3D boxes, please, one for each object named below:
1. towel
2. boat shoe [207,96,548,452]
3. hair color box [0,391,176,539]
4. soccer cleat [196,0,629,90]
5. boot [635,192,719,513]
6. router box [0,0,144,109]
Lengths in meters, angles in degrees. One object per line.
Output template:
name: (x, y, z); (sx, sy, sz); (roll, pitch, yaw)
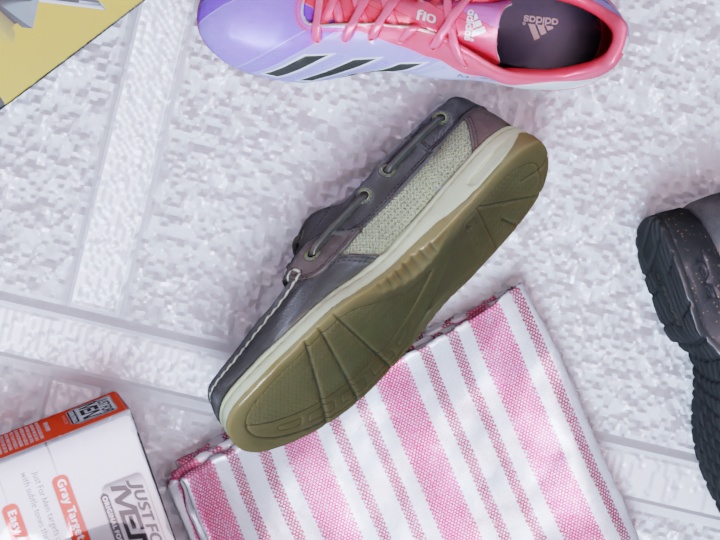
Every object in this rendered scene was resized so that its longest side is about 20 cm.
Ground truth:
towel: (0.023, 0.114, 1.245); (0.199, 0.030, 0.147); (-27, 100, -8)
boat shoe: (0.000, -0.001, 1.213); (0.201, 0.072, 0.066); (-44, 58, -11)
hair color box: (-0.184, 0.139, 1.189); (0.199, 0.061, 0.102); (-20, 99, -8)
soccer cleat: (0.026, -0.115, 1.202); (0.199, 0.076, 0.067); (4, 94, -12)
boot: (0.223, 0.043, 1.264); (0.131, 0.070, 0.201); (-20, 103, -15)
router box: (-0.176, -0.186, 1.167); (0.157, 0.052, 0.200); (-38, 101, -6)
